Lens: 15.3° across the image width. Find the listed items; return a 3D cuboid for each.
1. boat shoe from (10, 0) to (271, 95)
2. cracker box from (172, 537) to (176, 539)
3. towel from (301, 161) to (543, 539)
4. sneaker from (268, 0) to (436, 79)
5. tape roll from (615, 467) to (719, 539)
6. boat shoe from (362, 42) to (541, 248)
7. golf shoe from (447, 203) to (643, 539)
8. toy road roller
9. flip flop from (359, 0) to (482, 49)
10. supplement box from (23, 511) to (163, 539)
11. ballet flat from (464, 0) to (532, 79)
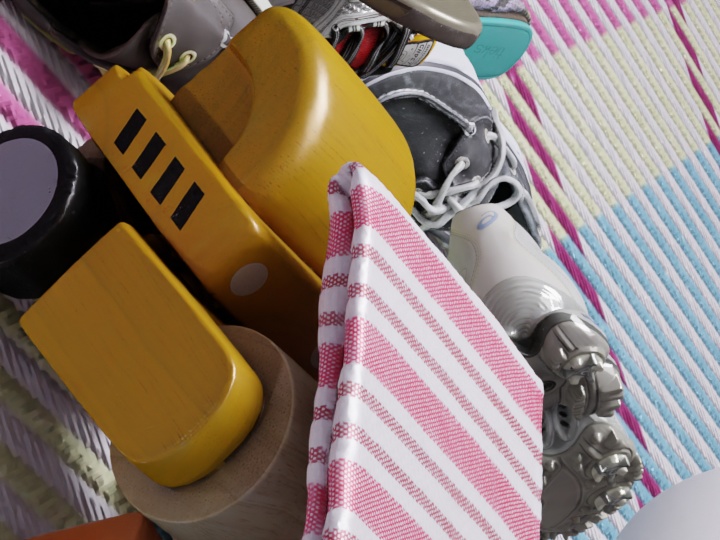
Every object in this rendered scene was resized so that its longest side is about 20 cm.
[{"bbox_3d":[-0.095,-0.106,1.038,0.201,0.072,0.061,46,38,-37],"label":"boat shoe"},{"bbox_3d":[-0.013,0.108,1.090,0.134,0.058,0.200,-76,144,-56],"label":"cracker box"},{"bbox_3d":[0.018,0.081,0.882,0.146,0.030,0.200,51,34,-46],"label":"towel"},{"bbox_3d":[-0.002,-0.120,1.183,0.082,0.078,0.200,49,49,-4],"label":"sneaker"},{"bbox_3d":[0.203,0.215,1.346,0.203,0.202,0.139,67,21,-15],"label":"tape roll"},{"bbox_3d":[0.041,-0.050,1.318,0.068,0.073,0.199,68,8,28],"label":"boat shoe"},{"bbox_3d":[0.070,0.047,1.130,0.200,0.078,0.097,86,-14,-57],"label":"golf shoe"},{"bbox_3d":[-0.037,0.002,0.929,0.200,0.146,0.123,51,4,40],"label":"toy road roller"},{"bbox_3d":[0.010,-0.179,1.128,0.081,0.058,0.200,19,46,-40],"label":"flip flop"},{"bbox_3d":[-0.059,0.179,0.916,0.067,0.069,0.200,-76,145,-52],"label":"supplement box"},{"bbox_3d":[0.014,-0.129,1.333,0.200,0.072,0.072,-4,77,-60],"label":"ballet flat"}]
